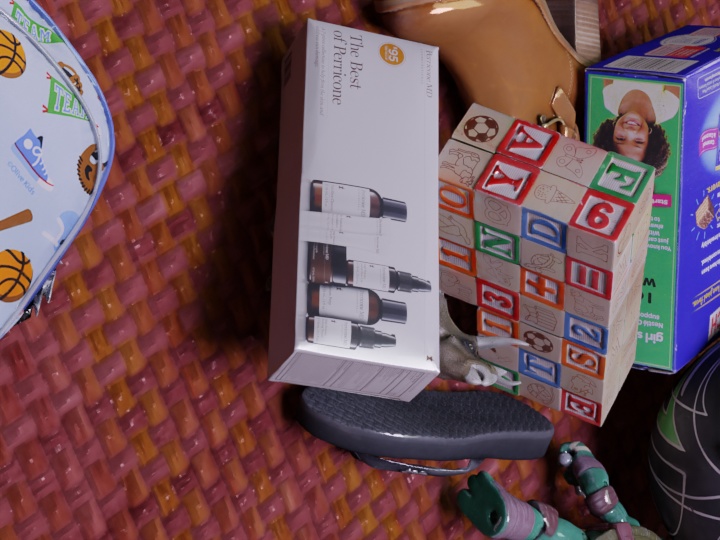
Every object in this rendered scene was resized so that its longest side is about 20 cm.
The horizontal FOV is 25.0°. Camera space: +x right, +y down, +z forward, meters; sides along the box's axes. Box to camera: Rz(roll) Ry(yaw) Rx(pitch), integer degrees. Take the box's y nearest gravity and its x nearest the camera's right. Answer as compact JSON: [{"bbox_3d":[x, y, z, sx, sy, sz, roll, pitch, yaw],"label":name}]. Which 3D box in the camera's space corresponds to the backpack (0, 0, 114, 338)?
[{"bbox_3d":[-0.201,-0.048,0.689,0.200,0.154,0.191,51,46,-27],"label":"backpack"}]

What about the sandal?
[{"bbox_3d":[0.043,0.102,0.976,0.200,0.076,0.043,10,109,-43],"label":"sandal"}]

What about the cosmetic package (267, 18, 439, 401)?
[{"bbox_3d":[-0.001,-0.035,0.882,0.082,0.051,0.201,10,63,-19],"label":"cosmetic package"}]

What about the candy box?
[{"bbox_3d":[0.218,-0.053,1.104,0.169,0.077,0.201,-27,120,-52],"label":"candy box"}]

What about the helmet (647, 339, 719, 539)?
[{"bbox_3d":[0.284,0.129,1.077,0.191,0.200,0.200,-47,122,-13],"label":"helmet"}]

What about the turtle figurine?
[{"bbox_3d":[0.144,0.187,1.056,0.199,0.101,0.150,10,82,-38],"label":"turtle figurine"}]

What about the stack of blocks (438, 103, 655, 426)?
[{"bbox_3d":[0.108,0.002,0.979,0.059,0.115,0.200,-57,157,-29],"label":"stack of blocks"}]

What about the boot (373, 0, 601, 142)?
[{"bbox_3d":[0.088,-0.101,1.022,0.199,0.074,0.155,-1,94,-42],"label":"boot"}]

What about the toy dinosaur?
[{"bbox_3d":[0.000,0.000,0.939,0.102,0.077,0.200,-14,68,-42],"label":"toy dinosaur"}]
